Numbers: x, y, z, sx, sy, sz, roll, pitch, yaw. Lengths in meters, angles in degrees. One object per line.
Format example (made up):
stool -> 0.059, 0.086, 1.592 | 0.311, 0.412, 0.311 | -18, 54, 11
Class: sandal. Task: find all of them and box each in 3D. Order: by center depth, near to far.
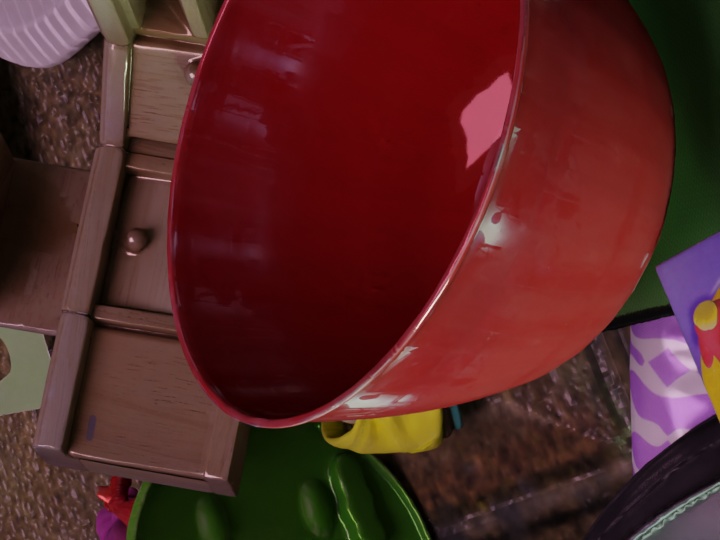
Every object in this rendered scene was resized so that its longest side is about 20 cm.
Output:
sandal -> -0.126, -0.139, 1.135 | 0.202, 0.050, 0.083 | -7, 113, 54

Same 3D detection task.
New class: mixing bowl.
mixing bowl -> 0.032, -0.036, 0.851 | 0.200, 0.108, 0.201 | -29, 54, 49

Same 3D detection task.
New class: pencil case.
pencil case -> 0.139, 0.030, 0.932 | 0.085, 0.084, 0.201 | 0, 107, 3

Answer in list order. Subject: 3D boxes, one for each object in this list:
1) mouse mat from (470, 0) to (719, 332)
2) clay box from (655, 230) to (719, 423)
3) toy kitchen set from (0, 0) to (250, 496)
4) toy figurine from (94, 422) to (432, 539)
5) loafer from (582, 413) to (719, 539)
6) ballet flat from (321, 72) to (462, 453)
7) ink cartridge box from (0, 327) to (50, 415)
mouse mat -> 0.095, -0.084, 0.883 | 0.160, 0.008, 0.201 | -15, 85, 44
clay box -> 0.181, 0.065, 0.786 | 0.115, 0.047, 0.201 | -31, 74, 34
toy kitchen set -> -0.115, -0.038, 0.984 | 0.162, 0.181, 0.201 | 9, 76, 5
toy figurine -> -0.080, 0.137, 1.133 | 0.184, 0.150, 0.201 | -35, 67, 51
loafer -> 0.162, 0.072, 0.864 | 0.200, 0.070, 0.068 | -29, 111, 8
ballet flat -> 0.000, 0.000, 1.003 | 0.067, 0.067, 0.201 | -101, 3, -47
ink cartridge box -> -0.219, -0.021, 1.235 | 0.145, 0.048, 0.201 | -12, 93, 55
